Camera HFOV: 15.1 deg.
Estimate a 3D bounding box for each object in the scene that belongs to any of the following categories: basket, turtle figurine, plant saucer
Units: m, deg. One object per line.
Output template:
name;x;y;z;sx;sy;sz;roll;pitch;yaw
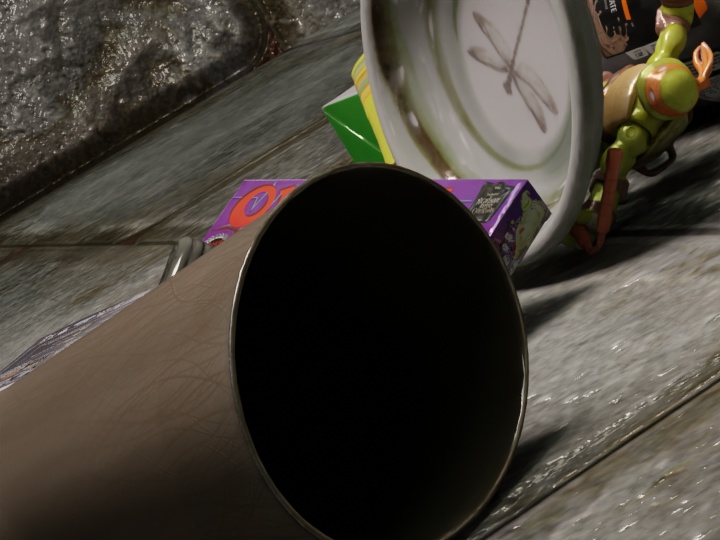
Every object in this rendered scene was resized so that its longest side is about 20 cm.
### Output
basket;-0.057;0.066;1.059;0.200;0.136;0.180;-28;17;39
turtle figurine;0.139;-0.090;1.393;0.161;0.064;0.201;160;129;-70
plant saucer;0.070;-0.104;1.335;0.050;0.201;0.200;-16;2;-27

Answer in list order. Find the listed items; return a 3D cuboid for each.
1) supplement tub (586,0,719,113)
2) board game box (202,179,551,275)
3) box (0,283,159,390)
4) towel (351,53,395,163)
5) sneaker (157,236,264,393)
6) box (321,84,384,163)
supplement tub;0.197;-0.154;1.469;0.122;0.123;0.200;-36;10;-32
board game box;-0.014;0.007;1.303;0.200;0.032;0.120;1;44;46
box;-0.152;0.060;1.637;0.200;0.048;0.158;-25;11;32
towel;0.035;-0.114;1.560;0.086;0.018;0.200;-50;17;11
sneaker;-0.056;0.073;1.214;0.200;0.114;0.076;116;177;-49
box;0.106;-0.120;1.669;0.176;0.097;0.200;-37;10;-26
